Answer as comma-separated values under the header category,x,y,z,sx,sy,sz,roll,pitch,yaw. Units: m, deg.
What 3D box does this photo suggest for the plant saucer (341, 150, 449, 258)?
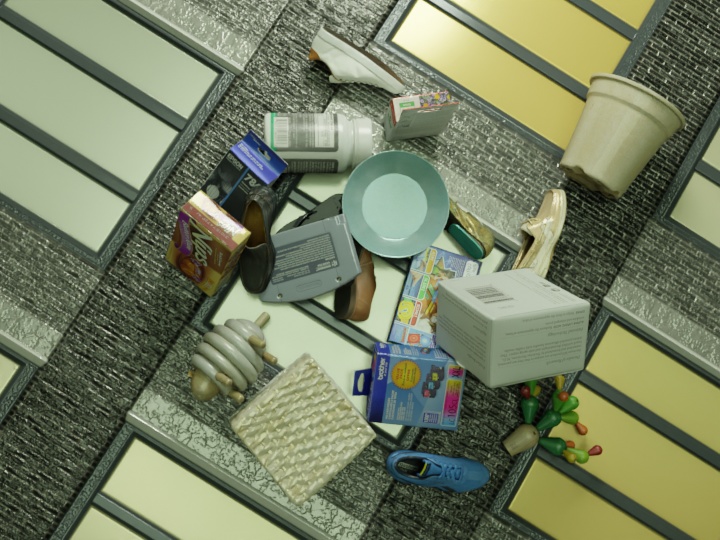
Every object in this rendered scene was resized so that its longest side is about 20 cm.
category,x,y,z,sx,sy,sz,roll,pitch,yaw
plant saucer,0.065,-0.122,1.542,0.200,0.039,0.202,0,86,-2

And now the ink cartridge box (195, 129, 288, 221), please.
category,x,y,z,sx,sy,sz,roll,pitch,yaw
ink cartridge box,-0.230,-0.153,1.521,0.099,0.039,0.200,42,114,2

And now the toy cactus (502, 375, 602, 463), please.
category,x,y,z,sx,sy,sz,roll,pitch,yaw
toy cactus,0.347,0.295,1.550,0.165,0.102,0.200,-34,95,1

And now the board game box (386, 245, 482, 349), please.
category,x,y,z,sx,sy,sz,roll,pitch,yaw
board game box,0.143,0.060,1.581,0.135,0.034,0.200,18,81,-4

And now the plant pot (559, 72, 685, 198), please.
category,x,y,z,sx,sy,sz,roll,pitch,yaw
plant pot,0.485,-0.247,1.589,0.200,0.200,0.184,31,93,-1

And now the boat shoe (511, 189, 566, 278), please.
category,x,y,z,sx,sy,sz,roll,pitch,yaw
boat shoe,0.342,-0.070,1.598,0.069,0.074,0.200,18,82,-9

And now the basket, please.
category,x,y,z,sx,sy,sz,roll,pitch,yaw
basket,-0.106,0.280,1.468,0.200,0.161,0.198,-40,89,-7

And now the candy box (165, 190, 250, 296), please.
category,x,y,z,sx,sy,sz,roll,pitch,yaw
candy box,-0.275,-0.044,1.471,0.117,0.200,0.056,41,59,1

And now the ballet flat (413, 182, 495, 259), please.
category,x,y,z,sx,sy,sz,roll,pitch,yaw
ballet flat,0.182,-0.106,1.597,0.200,0.071,0.071,44,81,2

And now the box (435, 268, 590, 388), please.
category,x,y,z,sx,sy,sz,roll,pitch,yaw
box,0.266,0.096,1.472,0.200,0.199,0.131,-8,111,-21

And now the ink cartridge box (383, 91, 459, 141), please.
category,x,y,z,sx,sy,sz,roll,pitch,yaw
ink cartridge box,0.110,-0.296,1.541,0.109,0.200,0.050,-8,84,-7

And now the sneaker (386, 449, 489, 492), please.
category,x,y,z,sx,sy,sz,roll,pitch,yaw
sneaker,0.146,0.373,1.521,0.200,0.078,0.066,10,80,-5

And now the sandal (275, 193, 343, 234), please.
category,x,y,z,sx,sy,sz,roll,pitch,yaw
sandal,-0.100,-0.077,1.571,0.200,0.043,0.076,-43,89,-7

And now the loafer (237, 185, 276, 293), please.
category,x,y,z,sx,sy,sz,roll,pitch,yaw
loafer,-0.193,-0.049,1.477,0.073,0.072,0.201,5,107,9

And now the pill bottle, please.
category,x,y,z,sx,sy,sz,roll,pitch,yaw
pill bottle,-0.081,-0.240,1.560,0.199,0.113,0.113,0,83,-6

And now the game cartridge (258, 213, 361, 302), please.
category,x,y,z,sx,sy,sz,roll,pitch,yaw
game cartridge,-0.104,-0.014,1.523,0.200,0.042,0.134,-15,95,12

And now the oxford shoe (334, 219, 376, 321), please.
category,x,y,z,sx,sy,sz,roll,pitch,yaw
oxford shoe,0.000,0.000,1.571,0.071,0.071,0.201,16,77,-34

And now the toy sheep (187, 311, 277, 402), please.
category,x,y,z,sx,sy,sz,roll,pitch,yaw
toy sheep,-0.229,0.154,1.488,0.138,0.138,0.200,44,68,1

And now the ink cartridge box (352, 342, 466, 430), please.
category,x,y,z,sx,sy,sz,roll,pitch,yaw
ink cartridge box,0.085,0.212,1.520,0.199,0.076,0.137,6,100,-3

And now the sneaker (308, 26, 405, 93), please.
category,x,y,z,sx,sy,sz,roll,pitch,yaw
sneaker,-0.010,-0.390,1.620,0.200,0.073,0.085,31,112,-7
